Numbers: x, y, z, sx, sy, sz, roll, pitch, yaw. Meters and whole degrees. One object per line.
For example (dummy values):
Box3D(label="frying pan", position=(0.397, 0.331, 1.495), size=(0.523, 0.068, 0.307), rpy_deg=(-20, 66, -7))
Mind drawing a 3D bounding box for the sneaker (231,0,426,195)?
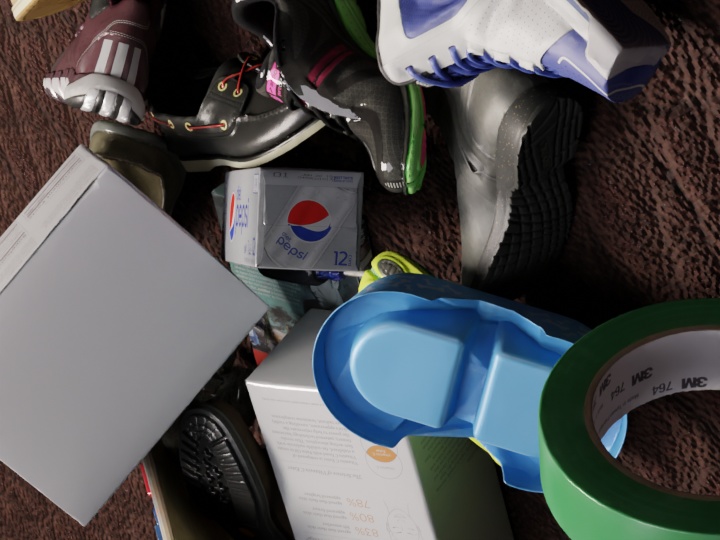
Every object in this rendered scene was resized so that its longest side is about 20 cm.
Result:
Box3D(label="sneaker", position=(-0.020, -0.114, 1.421), size=(0.200, 0.083, 0.077), rpy_deg=(55, 157, 36))

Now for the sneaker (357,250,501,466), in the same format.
Box3D(label="sneaker", position=(0.075, 0.066, 1.492), size=(0.200, 0.084, 0.074), rpy_deg=(44, 109, -3))

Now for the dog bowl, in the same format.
Box3D(label="dog bowl", position=(0.071, 0.065, 1.413), size=(0.199, 0.050, 0.112), rpy_deg=(16, 119, 5))

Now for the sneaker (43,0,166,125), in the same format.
Box3D(label="sneaker", position=(-0.172, -0.167, 1.621), size=(0.200, 0.075, 0.116), rpy_deg=(-154, 80, -73))

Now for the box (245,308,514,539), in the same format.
Box3D(label="box", position=(0.017, 0.138, 1.599), size=(0.124, 0.098, 0.201), rpy_deg=(4, 123, 31))

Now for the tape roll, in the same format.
Box3D(label="tape roll", position=(0.200, 0.095, 1.276), size=(0.200, 0.200, 0.048), rpy_deg=(26, 137, 34))

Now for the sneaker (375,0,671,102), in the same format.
Box3D(label="sneaker", position=(0.077, -0.139, 1.298), size=(0.199, 0.080, 0.115), rpy_deg=(42, 117, 28))

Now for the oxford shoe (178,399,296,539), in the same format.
Box3D(label="oxford shoe", position=(-0.072, 0.153, 1.640), size=(0.072, 0.085, 0.200), rpy_deg=(13, 144, 35))

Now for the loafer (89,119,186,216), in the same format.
Box3D(label="loafer", position=(-0.173, -0.041, 1.685), size=(0.075, 0.070, 0.200), rpy_deg=(15, 153, 5))

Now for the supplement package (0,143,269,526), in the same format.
Box3D(label="supplement package", position=(-0.192, 0.043, 1.569), size=(0.156, 0.200, 0.111), rpy_deg=(41, 177, -19))

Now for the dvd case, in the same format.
Box3D(label="dvd case", position=(-0.033, 0.038, 1.665), size=(0.146, 0.022, 0.201), rpy_deg=(16, 132, 42))

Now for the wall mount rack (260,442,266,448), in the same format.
Box3D(label="wall mount rack", position=(-0.038, 0.226, 1.793), size=(0.174, 0.074, 0.200), rpy_deg=(50, 146, 12))

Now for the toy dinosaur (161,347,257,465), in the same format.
Box3D(label="toy dinosaur", position=(-0.106, 0.106, 1.678), size=(0.077, 0.200, 0.103), rpy_deg=(25, 116, 2))

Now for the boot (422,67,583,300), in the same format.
Box3D(label="boot", position=(0.072, -0.077, 1.421), size=(0.131, 0.068, 0.200), rpy_deg=(48, 147, 31))

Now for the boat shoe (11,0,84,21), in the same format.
Box3D(label="boat shoe", position=(-0.202, -0.240, 1.592), size=(0.200, 0.074, 0.069), rpy_deg=(-34, 79, 55))

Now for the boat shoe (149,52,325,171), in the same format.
Box3D(label="boat shoe", position=(-0.079, -0.111, 1.542), size=(0.201, 0.074, 0.063), rpy_deg=(-4, 124, 56))

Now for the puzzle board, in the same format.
Box3D(label="puzzle board", position=(-0.121, 0.184, 1.668), size=(0.151, 0.017, 0.200), rpy_deg=(54, -170, -41))

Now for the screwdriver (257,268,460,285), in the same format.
Box3D(label="screwdriver", position=(0.000, 0.000, 1.553), size=(0.200, 0.028, 0.029), rpy_deg=(4, 149, 47))

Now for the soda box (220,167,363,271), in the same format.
Box3D(label="soda box", position=(-0.046, -0.034, 1.471), size=(0.200, 0.068, 0.064), rpy_deg=(-170, 82, -81))
